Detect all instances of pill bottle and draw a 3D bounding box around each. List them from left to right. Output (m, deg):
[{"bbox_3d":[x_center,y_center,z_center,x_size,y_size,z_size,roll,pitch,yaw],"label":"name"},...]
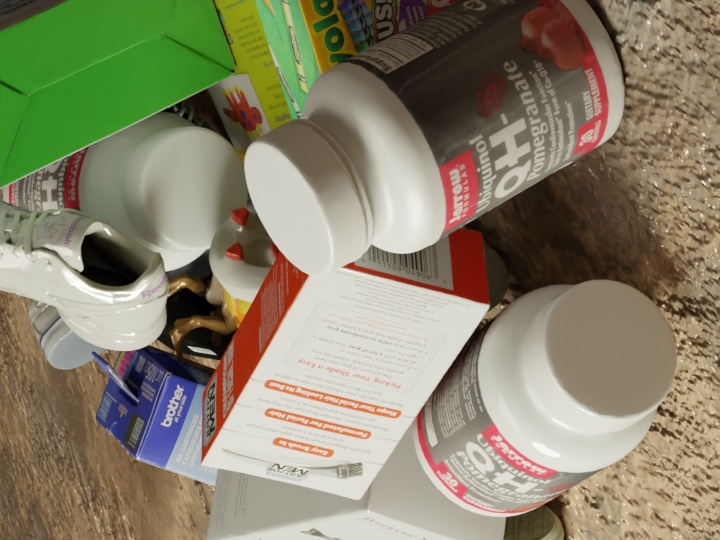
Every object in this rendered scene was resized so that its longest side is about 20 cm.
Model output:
[{"bbox_3d":[-0.162,-0.054,1.572,0.200,0.110,0.111,-1,116,57],"label":"pill bottle"},{"bbox_3d":[0.039,-0.078,1.231,0.111,0.199,0.111,44,152,31],"label":"pill bottle"},{"bbox_3d":[0.112,0.074,1.342,0.111,0.110,0.200,58,156,7],"label":"pill bottle"}]

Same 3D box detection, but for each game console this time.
[{"bbox_3d":[-0.153,-0.015,1.907,0.176,0.117,0.200,37,166,-23],"label":"game console"}]

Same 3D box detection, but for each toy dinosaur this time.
[{"bbox_3d":[-0.103,0.015,1.722,0.200,0.106,0.061,76,174,-55],"label":"toy dinosaur"}]

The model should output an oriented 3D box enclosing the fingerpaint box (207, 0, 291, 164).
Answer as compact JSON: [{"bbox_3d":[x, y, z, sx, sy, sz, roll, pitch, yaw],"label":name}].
[{"bbox_3d":[-0.032,-0.128,1.472,0.168,0.073,0.200,66,158,-8],"label":"fingerpaint box"}]

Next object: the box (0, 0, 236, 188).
[{"bbox_3d":[-0.217,-0.132,1.478,0.176,0.200,0.097,6,120,52],"label":"box"}]

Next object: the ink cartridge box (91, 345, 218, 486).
[{"bbox_3d":[-0.121,0.119,1.752,0.136,0.199,0.077,26,96,67],"label":"ink cartridge box"}]

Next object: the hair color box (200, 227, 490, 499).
[{"bbox_3d":[-0.013,0.049,1.352,0.064,0.110,0.200,-94,25,-43],"label":"hair color box"}]

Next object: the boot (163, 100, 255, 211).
[{"bbox_3d":[-0.137,-0.093,1.687,0.199,0.073,0.096,7,121,38],"label":"boot"}]

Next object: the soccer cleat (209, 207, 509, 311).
[{"bbox_3d":[0.000,0.000,1.472,0.199,0.070,0.078,7,151,9],"label":"soccer cleat"}]

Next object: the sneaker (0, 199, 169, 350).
[{"bbox_3d":[-0.215,-0.021,1.465,0.199,0.075,0.100,20,148,-2],"label":"sneaker"}]

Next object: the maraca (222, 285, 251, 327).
[{"bbox_3d":[-0.010,0.029,1.569,0.199,0.107,0.137,25,153,12],"label":"maraca"}]

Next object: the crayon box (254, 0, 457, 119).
[{"bbox_3d":[0.009,-0.145,1.319,0.058,0.118,0.201,22,135,55],"label":"crayon box"}]

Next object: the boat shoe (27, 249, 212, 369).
[{"bbox_3d":[-0.181,-0.014,1.772,0.086,0.202,0.075,56,-170,30],"label":"boat shoe"}]

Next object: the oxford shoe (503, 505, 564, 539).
[{"bbox_3d":[0.076,0.181,1.599,0.200,0.075,0.058,21,141,52],"label":"oxford shoe"}]

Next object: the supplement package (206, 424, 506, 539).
[{"bbox_3d":[0.000,0.137,1.542,0.200,0.116,0.118,-20,55,53],"label":"supplement package"}]
